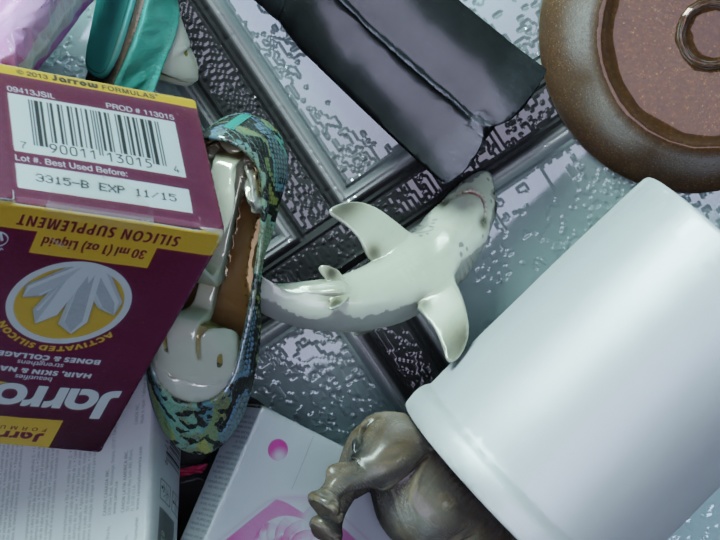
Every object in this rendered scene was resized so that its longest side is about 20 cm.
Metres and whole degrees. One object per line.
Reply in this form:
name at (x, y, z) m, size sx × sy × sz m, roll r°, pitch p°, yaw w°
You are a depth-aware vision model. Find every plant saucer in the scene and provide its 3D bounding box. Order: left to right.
plant saucer at (0.209, -0.144, 1.019) m, size 0.199 × 0.037 × 0.202 m, roll -1°, pitch 101°, yaw -3°

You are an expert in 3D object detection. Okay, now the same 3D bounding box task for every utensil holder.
utensil holder at (0.153, 0.069, 0.989) m, size 0.170 × 0.170 × 0.200 m, roll 44°, pitch 93°, yaw -10°

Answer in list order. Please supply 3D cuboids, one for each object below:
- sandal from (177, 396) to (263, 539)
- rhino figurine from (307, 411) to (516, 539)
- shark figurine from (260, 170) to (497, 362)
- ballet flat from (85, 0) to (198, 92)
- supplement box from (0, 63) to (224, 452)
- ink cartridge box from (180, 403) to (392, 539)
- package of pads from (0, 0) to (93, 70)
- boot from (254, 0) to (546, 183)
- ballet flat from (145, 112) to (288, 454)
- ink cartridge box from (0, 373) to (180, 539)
sandal at (-0.116, 0.160, 1.018) m, size 0.075 × 0.045 × 0.200 m, roll 39°, pitch 73°, yaw 6°
rhino figurine at (0.053, 0.165, 0.997) m, size 0.200 × 0.060 × 0.088 m, roll 45°, pitch 62°, yaw -19°
shark figurine at (-0.016, 0.014, 1.017) m, size 0.213 × 0.090 × 0.129 m, roll -5°, pitch 67°, yaw -11°
ballet flat at (-0.136, -0.105, 0.997) m, size 0.070 × 0.067 × 0.201 m, roll 14°, pitch 100°, yaw -31°
supplement box at (-0.175, -0.002, 0.912) m, size 0.130 × 0.104 × 0.200 m, roll 7°, pitch 137°, yaw -27°
ink cartridge box at (-0.025, 0.211, 1.012) m, size 0.196 × 0.043 × 0.201 m, roll 28°, pitch 75°, yaw -24°
package of pads at (-0.246, -0.180, 0.923) m, size 0.199 × 0.076 × 0.121 m, roll 29°, pitch 58°, yaw 3°
boot at (0.032, -0.173, 0.979) m, size 0.200 × 0.066 × 0.165 m, roll 44°, pitch 108°, yaw -3°
ballet flat at (-0.089, 0.010, 0.946) m, size 0.074 × 0.074 × 0.201 m, roll 8°, pitch 96°, yaw -5°
ink cartridge box at (-0.207, 0.144, 0.997) m, size 0.199 × 0.163 × 0.057 m, roll -14°, pitch 143°, yaw 16°
